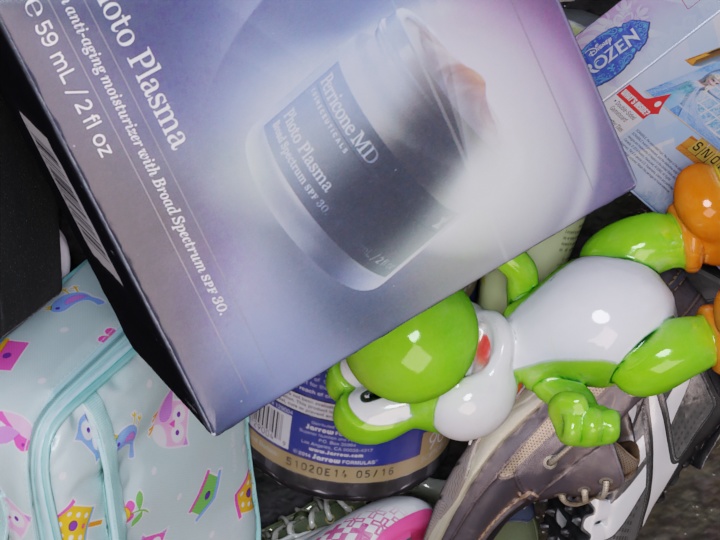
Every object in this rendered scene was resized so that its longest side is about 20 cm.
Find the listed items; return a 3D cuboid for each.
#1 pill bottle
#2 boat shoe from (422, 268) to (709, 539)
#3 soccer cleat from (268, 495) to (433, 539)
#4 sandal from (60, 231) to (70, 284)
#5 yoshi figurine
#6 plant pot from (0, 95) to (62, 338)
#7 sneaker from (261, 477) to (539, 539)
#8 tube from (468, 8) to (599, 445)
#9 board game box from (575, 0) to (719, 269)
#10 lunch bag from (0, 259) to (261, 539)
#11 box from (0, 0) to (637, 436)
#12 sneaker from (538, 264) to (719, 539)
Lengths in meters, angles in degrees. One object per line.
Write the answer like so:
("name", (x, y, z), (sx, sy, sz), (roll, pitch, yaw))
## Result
("pill bottle", (0.000, 0.000, 1.404), (0.111, 0.112, 0.201), (2, 127, -8))
("boat shoe", (0.098, 0.079, 1.422), (0.073, 0.074, 0.200), (35, 113, 6))
("soccer cleat", (-0.057, 0.161, 1.479), (0.200, 0.086, 0.070), (-39, 158, 2))
("sandal", (-0.188, 0.013, 1.432), (0.079, 0.059, 0.207), (17, 144, -9))
("yoshi figurine", (0.075, 0.022, 1.312), (0.199, 0.113, 0.112), (-19, 112, 5))
("plant pot", (-0.228, -0.040, 1.255), (0.199, 0.200, 0.178), (-20, 95, 8))
("sneaker", (-0.006, 0.131, 1.536), (0.199, 0.067, 0.090), (-1, 113, -1))
("tube", (0.080, -0.020, 1.395), (0.058, 0.052, 0.201), (1, 110, -47))
("board game box", (0.205, -0.095, 1.350), (0.199, 0.041, 0.200), (-37, 143, 13))
("lunch bag", (-0.117, 0.108, 1.372), (0.077, 0.160, 0.201), (13, 127, 27))
("box", (-0.030, -0.081, 1.155), (0.198, 0.123, 0.201), (-31, 114, -10))
("sneaker", (0.146, 0.081, 1.496), (0.090, 0.067, 0.201), (3, 112, -15))
